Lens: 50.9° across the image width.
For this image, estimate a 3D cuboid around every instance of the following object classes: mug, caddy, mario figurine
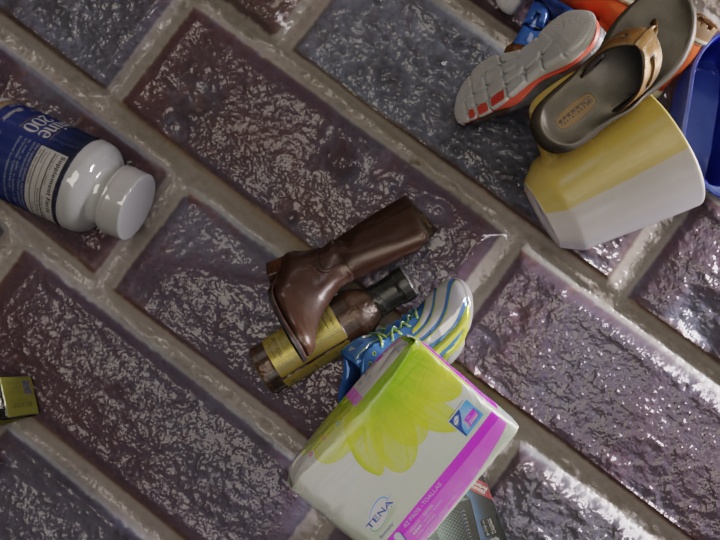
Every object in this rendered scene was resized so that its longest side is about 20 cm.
[{"bbox_3d":[0.257,-0.115,0.834,0.153,0.149,0.187,-30,86,9],"label":"mug"},{"bbox_3d":[0.425,-0.170,0.842,0.141,0.105,0.201,10,86,5],"label":"caddy"},{"bbox_3d":[0.242,-0.333,0.895,0.123,0.106,0.201,16,98,-32],"label":"mario figurine"}]

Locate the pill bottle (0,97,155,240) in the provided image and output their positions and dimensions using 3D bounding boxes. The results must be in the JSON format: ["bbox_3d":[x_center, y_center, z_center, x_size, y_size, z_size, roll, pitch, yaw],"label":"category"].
[{"bbox_3d":[-0.346,-0.112,0.873,0.199,0.111,0.111,24,87,4],"label":"pill bottle"}]

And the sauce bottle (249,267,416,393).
[{"bbox_3d":[-0.029,0.065,0.867,0.200,0.065,0.065,-30,84,-1],"label":"sauce bottle"}]

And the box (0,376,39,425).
[{"bbox_3d":[-0.486,0.174,0.875,0.199,0.075,0.050,-18,82,2],"label":"box"}]

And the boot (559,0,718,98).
[{"bbox_3d":[0.272,-0.263,0.827,0.200,0.075,0.107,25,128,-6],"label":"boot"}]

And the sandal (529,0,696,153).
[{"bbox_3d":[0.247,-0.196,0.732,0.200,0.055,0.082,-40,83,2],"label":"sandal"}]

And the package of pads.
[{"bbox_3d":[0.039,0.182,0.775,0.154,0.068,0.200,41,86,-8],"label":"package of pads"}]

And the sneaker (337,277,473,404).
[{"bbox_3d":[0.045,0.086,0.835,0.105,0.076,0.200,30,88,-35],"label":"sneaker"}]

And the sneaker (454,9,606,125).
[{"bbox_3d":[0.193,-0.206,0.845,0.082,0.200,0.077,23,60,-35],"label":"sneaker"}]

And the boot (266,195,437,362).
[{"bbox_3d":[0.000,0.000,0.826,0.199,0.187,0.064,-23,126,0],"label":"boot"}]

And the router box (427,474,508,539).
[{"bbox_3d":[0.097,0.334,0.837,0.149,0.062,0.201,-21,84,2],"label":"router box"}]
